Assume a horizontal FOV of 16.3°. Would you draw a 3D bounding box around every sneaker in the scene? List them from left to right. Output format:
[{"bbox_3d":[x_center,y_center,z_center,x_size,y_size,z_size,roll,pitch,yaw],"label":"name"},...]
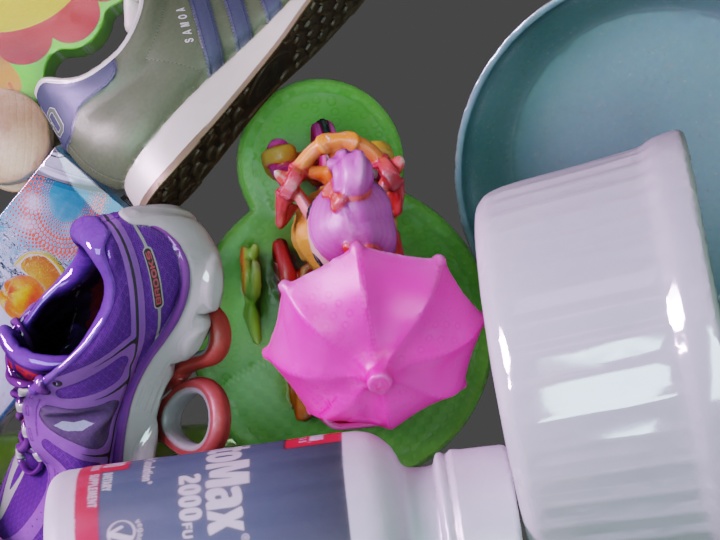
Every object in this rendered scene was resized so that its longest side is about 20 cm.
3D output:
[{"bbox_3d":[-0.136,0.052,1.147,0.083,0.081,0.200,3,120,-37],"label":"sneaker"},{"bbox_3d":[-0.071,-0.120,1.183,0.090,0.067,0.200,36,68,11],"label":"sneaker"}]

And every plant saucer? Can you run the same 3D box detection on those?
[{"bbox_3d":[0.145,-0.049,1.196,0.199,0.036,0.201,3,109,7],"label":"plant saucer"}]

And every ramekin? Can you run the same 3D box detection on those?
[{"bbox_3d":[0.113,0.045,1.104,0.097,0.200,0.201,-10,93,7],"label":"ramekin"}]

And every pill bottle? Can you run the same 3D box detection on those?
[{"bbox_3d":[-0.029,0.132,1.088,0.199,0.120,0.120,-8,93,1],"label":"pill bottle"}]

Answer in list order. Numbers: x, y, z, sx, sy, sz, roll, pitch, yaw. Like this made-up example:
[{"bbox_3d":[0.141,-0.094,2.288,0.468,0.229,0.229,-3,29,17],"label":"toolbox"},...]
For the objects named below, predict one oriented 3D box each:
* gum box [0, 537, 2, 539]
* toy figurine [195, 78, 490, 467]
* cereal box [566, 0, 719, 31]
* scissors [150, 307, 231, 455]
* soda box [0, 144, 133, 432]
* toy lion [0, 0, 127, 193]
[{"bbox_3d":[-0.251,0.156,1.188,0.114,0.066,0.200,48,129,1],"label":"gum box"},{"bbox_3d":[0.000,0.000,1.141,0.150,0.184,0.201,-6,87,-8],"label":"toy figurine"},{"bbox_3d":[0.194,-0.190,1.200,0.199,0.040,0.144,-1,96,3],"label":"cereal box"},{"bbox_3d":[-0.117,0.074,1.199,0.014,0.200,0.073,1,71,-37],"label":"scissors"},{"bbox_3d":[-0.176,0.030,1.212,0.064,0.068,0.200,40,102,0],"label":"soda box"},{"bbox_3d":[-0.206,-0.141,1.223,0.199,0.069,0.192,7,87,3],"label":"toy lion"}]
